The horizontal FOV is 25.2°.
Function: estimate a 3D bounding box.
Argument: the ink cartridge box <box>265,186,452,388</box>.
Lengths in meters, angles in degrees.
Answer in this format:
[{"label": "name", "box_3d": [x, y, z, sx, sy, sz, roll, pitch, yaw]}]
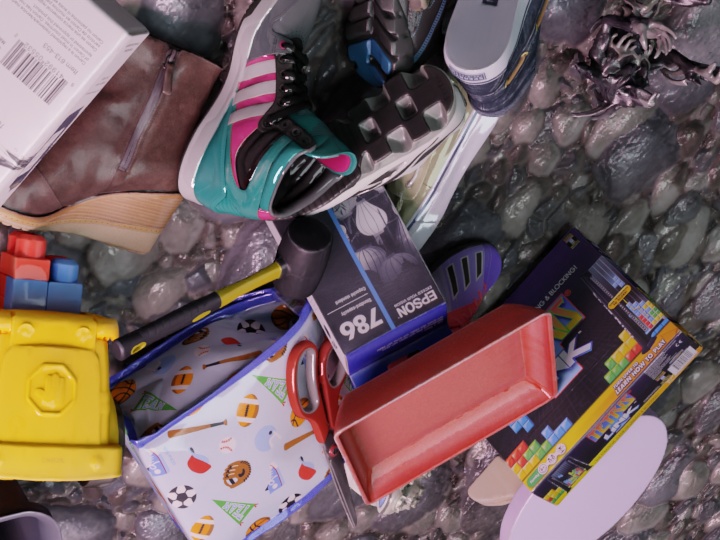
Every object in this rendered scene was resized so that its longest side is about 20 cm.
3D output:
[{"label": "ink cartridge box", "box_3d": [0.000, 0.000, 1.334, 0.099, 0.039, 0.200, -28, 86, -10]}]

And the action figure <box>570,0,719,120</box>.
[{"label": "action figure", "box_3d": [0.258, -0.203, 1.380, 0.119, 0.102, 0.200, 6, 117, -44]}]

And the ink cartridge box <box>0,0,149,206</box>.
[{"label": "ink cartridge box", "box_3d": [-0.268, -0.136, 1.111, 0.145, 0.084, 0.200, 42, 98, -5]}]

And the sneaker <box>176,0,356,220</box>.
[{"label": "sneaker", "box_3d": [-0.049, -0.123, 1.228, 0.200, 0.121, 0.084, -65, 155, 5]}]

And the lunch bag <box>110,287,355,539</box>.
[{"label": "lunch bag", "box_3d": [-0.099, 0.123, 1.389, 0.200, 0.124, 0.170, -34, 129, -12]}]

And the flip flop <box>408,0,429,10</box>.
[{"label": "flip flop", "box_3d": [0.079, -0.267, 1.200, 0.200, 0.057, 0.081, -55, 146, -41]}]

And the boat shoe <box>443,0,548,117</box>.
[{"label": "boat shoe", "box_3d": [0.121, -0.225, 1.293, 0.201, 0.071, 0.091, -67, 160, -15]}]

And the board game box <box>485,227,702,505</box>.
[{"label": "board game box", "box_3d": [0.189, 0.087, 1.490, 0.200, 0.165, 0.057, -49, 141, 8]}]

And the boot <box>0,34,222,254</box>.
[{"label": "boot", "box_3d": [-0.214, -0.110, 1.223, 0.200, 0.072, 0.167, 14, 101, -33]}]

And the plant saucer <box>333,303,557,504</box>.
[{"label": "plant saucer", "box_3d": [0.070, 0.108, 1.362, 0.200, 0.037, 0.200, -30, 155, -5]}]

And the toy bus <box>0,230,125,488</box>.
[{"label": "toy bus", "box_3d": [-0.262, 0.066, 1.251, 0.135, 0.200, 0.193, 3, 90, -24]}]

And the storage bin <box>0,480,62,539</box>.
[{"label": "storage bin", "box_3d": [-0.354, 0.230, 1.317, 0.199, 0.134, 0.146, -13, 126, -19]}]

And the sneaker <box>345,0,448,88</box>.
[{"label": "sneaker", "box_3d": [0.031, -0.246, 1.260, 0.082, 0.073, 0.200, -29, 136, -37]}]

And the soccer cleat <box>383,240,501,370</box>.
[{"label": "soccer cleat", "box_3d": [0.073, 0.041, 1.426, 0.200, 0.073, 0.068, -35, 133, -37]}]

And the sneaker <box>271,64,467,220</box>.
[{"label": "sneaker", "box_3d": [-0.002, -0.089, 1.297, 0.200, 0.074, 0.088, -24, 164, 14]}]

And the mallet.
[{"label": "mallet", "box_3d": [-0.106, 0.026, 1.242, 0.200, 0.041, 0.066, -31, 155, -27]}]

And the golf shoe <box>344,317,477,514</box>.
[{"label": "golf shoe", "box_3d": [0.041, 0.121, 1.489, 0.200, 0.097, 0.078, -62, 157, 3]}]

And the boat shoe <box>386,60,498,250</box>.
[{"label": "boat shoe", "box_3d": [0.053, -0.090, 1.377, 0.062, 0.072, 0.200, 27, 104, -13]}]

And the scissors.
[{"label": "scissors", "box_3d": [-0.032, 0.145, 1.375, 0.073, 0.014, 0.201, -26, 123, -44]}]

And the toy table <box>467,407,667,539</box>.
[{"label": "toy table", "box_3d": [0.198, 0.187, 1.599, 0.200, 0.117, 0.184, -41, 131, 3]}]
